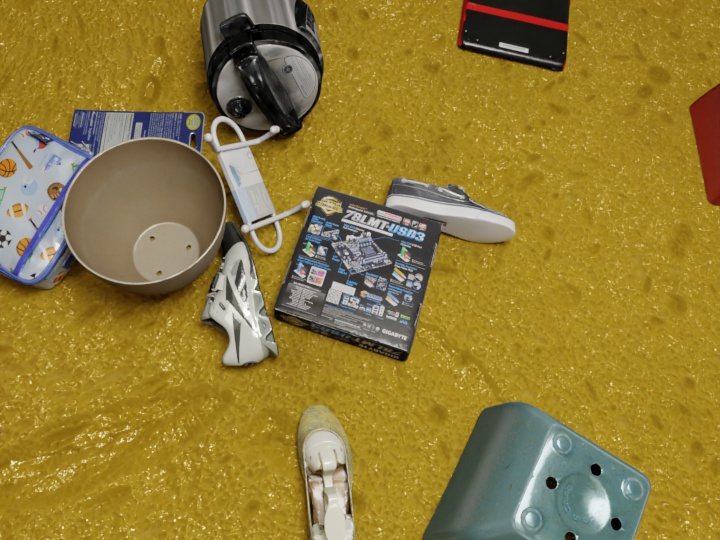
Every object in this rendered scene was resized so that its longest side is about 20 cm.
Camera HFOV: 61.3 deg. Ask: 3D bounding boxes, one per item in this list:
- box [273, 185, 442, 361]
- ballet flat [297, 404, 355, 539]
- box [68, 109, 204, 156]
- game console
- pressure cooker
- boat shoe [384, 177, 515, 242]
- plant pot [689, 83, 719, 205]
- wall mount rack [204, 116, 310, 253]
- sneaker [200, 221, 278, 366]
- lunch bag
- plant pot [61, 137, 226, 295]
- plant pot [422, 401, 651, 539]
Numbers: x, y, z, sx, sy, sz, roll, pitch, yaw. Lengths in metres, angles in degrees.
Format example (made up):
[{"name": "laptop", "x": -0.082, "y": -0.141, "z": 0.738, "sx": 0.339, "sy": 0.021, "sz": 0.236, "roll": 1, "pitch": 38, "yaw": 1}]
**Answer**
[{"name": "box", "x": 0.000, "y": 0.000, "z": 0.857, "sx": 0.195, "sy": 0.050, "sz": 0.203, "roll": 16, "pitch": 66, "yaw": 2}, {"name": "ballet flat", "x": -0.038, "y": 0.259, "z": 0.733, "sx": 0.069, "sy": 0.071, "sz": 0.205, "roll": -5, "pitch": 67, "yaw": -8}, {"name": "box", "x": -0.333, "y": -0.181, "z": 0.908, "sx": 0.194, "sy": 0.033, "sz": 0.124, "roll": 0, "pitch": 67, "yaw": -3}, {"name": "game console", "x": 0.279, "y": -0.450, "z": 1.093, "sx": 0.195, "sy": 0.031, "sz": 0.181, "roll": 12, "pitch": 71, "yaw": 0}, {"name": "pressure cooker", "x": -0.144, "y": -0.305, "z": 0.896, "sx": 0.172, "sy": 0.179, "sz": 0.204, "roll": 7, "pitch": 52, "yaw": -30}, {"name": "boat shoe", "x": 0.135, "y": -0.095, "z": 0.904, "sx": 0.195, "sy": 0.072, "sz": 0.069, "roll": 12, "pitch": 67, "yaw": 7}, {"name": "plant pot", "x": 0.675, "y": -0.228, "z": 0.954, "sx": 0.194, "sy": 0.177, "sz": 0.205, "roll": 5, "pitch": 66, "yaw": -4}, {"name": "wall mount rack", "x": -0.150, "y": -0.121, "z": 0.821, "sx": 0.173, "sy": 0.073, "sz": 0.204, "roll": -32, "pitch": 102, "yaw": -58}, {"name": "sneaker", "x": -0.176, "y": 0.030, "z": 0.812, "sx": 0.086, "sy": 0.074, "sz": 0.204, "roll": -14, "pitch": 68, "yaw": -13}, {"name": "lunch bag", "x": -0.428, "y": -0.086, "z": 0.819, "sx": 0.158, "sy": 0.076, "sz": 0.203, "roll": 28, "pitch": 80, "yaw": 3}, {"name": "plant pot", "x": -0.269, "y": -0.052, "z": 0.805, "sx": 0.194, "sy": 0.135, "sz": 0.205, "roll": 2, "pitch": 67, "yaw": -5}, {"name": "plant pot", "x": 0.210, "y": 0.269, "z": 0.681, "sx": 0.193, "sy": 0.201, "sz": 0.198, "roll": 30, "pitch": 67, "yaw": 7}]
